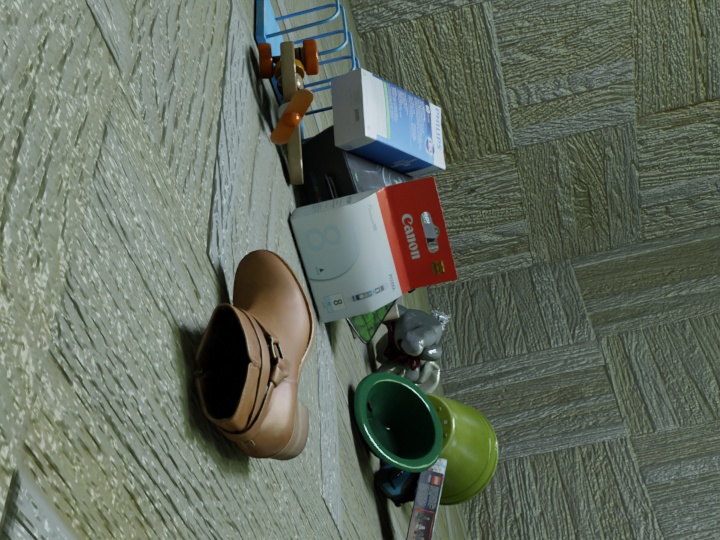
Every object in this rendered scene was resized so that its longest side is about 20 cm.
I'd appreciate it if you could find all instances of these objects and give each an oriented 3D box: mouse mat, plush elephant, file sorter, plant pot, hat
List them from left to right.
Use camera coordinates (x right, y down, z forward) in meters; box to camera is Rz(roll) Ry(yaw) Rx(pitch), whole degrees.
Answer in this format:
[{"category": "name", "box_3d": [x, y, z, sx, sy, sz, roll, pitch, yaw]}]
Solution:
[{"category": "file sorter", "box_3d": [-0.069, -0.312, 1.392, 0.139, 0.122, 0.201, -95, 170, -45]}, {"category": "mouse mat", "box_3d": [0.000, 0.000, 1.410, 0.161, 0.008, 0.200, 56, 32, -14]}, {"category": "hat", "box_3d": [0.020, 0.274, 1.489, 0.199, 0.176, 0.166, 16, 49, -36]}, {"category": "plush elephant", "box_3d": [0.081, 0.152, 1.762, 0.199, 0.164, 0.156, -2, 119, -52]}, {"category": "plant pot", "box_3d": [0.137, 0.313, 1.731, 0.193, 0.199, 0.201, 50, 27, -58]}]

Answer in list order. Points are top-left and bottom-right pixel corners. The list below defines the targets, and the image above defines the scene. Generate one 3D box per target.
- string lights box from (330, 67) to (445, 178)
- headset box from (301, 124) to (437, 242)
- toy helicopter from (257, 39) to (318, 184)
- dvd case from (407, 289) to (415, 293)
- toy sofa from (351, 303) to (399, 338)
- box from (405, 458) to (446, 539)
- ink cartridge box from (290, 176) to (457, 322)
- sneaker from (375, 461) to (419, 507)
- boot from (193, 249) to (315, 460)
[{"category": "string lights box", "box_3d": [0.045, -0.211, 1.369, 0.199, 0.059, 0.103, 14, 68, -50]}, {"category": "headset box", "box_3d": [0.003, -0.113, 1.399, 0.199, 0.092, 0.175, 2, 67, -54]}, {"category": "toy helicopter", "box_3d": [-0.089, -0.203, 1.248, 0.133, 0.078, 0.201, -104, -170, -58]}, {"category": "dvd case", "box_3d": [0.028, -0.066, 1.617, 0.200, 0.017, 0.143, 58, -2, 39]}, {"category": "toy sofa", "box_3d": [0.006, 0.024, 1.561, 0.200, 0.082, 0.098, 68, 11, -53]}, {"category": "box", "box_3d": [0.098, 0.405, 1.488, 0.137, 0.040, 0.201, 23, 78, -83]}, {"category": "ink cartridge box", "box_3d": [0.021, -0.026, 1.270, 0.047, 0.199, 0.161, -86, 162, -66]}, {"category": "sneaker", "box_3d": [0.071, 0.349, 1.537, 0.200, 0.073, 0.082, -15, 91, -83]}, {"category": "boot", "box_3d": [-0.095, 0.053, 0.771, 0.155, 0.076, 0.201, 54, 32, -64]}]
